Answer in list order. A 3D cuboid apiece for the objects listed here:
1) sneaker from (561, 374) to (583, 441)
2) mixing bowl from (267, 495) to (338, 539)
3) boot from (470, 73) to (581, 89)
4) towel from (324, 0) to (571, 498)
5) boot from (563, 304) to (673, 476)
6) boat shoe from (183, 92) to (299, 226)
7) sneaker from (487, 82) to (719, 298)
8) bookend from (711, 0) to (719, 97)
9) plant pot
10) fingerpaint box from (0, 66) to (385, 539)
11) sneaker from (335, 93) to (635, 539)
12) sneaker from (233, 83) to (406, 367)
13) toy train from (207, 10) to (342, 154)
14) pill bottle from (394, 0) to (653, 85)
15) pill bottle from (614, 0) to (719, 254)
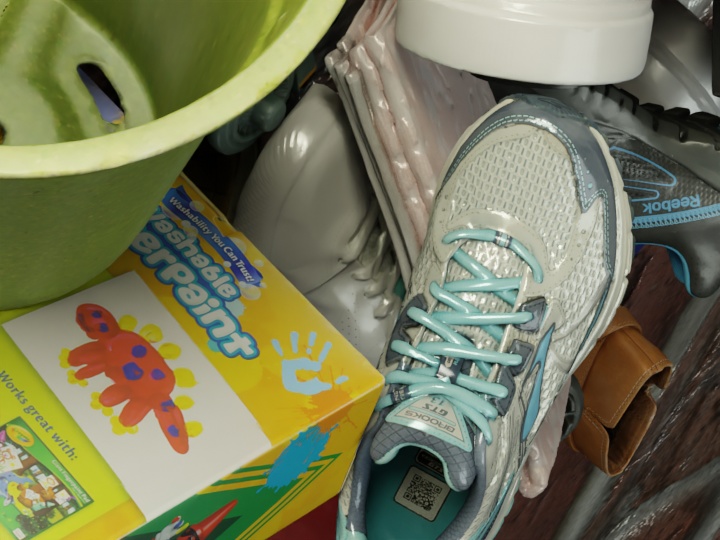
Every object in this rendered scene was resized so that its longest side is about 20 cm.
[{"bbox_3d":[0.009,0.039,1.075,0.091,0.199,0.067,-70,166,-67],"label":"sneaker"},{"bbox_3d":[-0.087,0.147,1.106,0.200,0.108,0.200,-49,-168,14],"label":"mixing bowl"},{"bbox_3d":[0.091,-0.176,0.966,0.211,0.079,0.159,-69,161,-71],"label":"boot"},{"bbox_3d":[0.042,-0.027,0.928,0.032,0.201,0.191,-16,-164,14],"label":"towel"},{"bbox_3d":[0.095,0.062,1.266,0.074,0.155,0.200,-34,155,-27],"label":"boot"},{"bbox_3d":[-0.068,-0.001,0.985,0.066,0.072,0.201,-20,142,-38],"label":"boat shoe"},{"bbox_3d":[0.102,-0.054,1.048,0.073,0.199,0.082,-90,-154,-74],"label":"sneaker"},{"bbox_3d":[0.203,-0.162,1.012,0.200,0.092,0.200,2,90,-67],"label":"bookend"},{"bbox_3d":[-0.108,-0.079,0.669,0.200,0.200,0.190,-36,168,-22],"label":"plant pot"},{"bbox_3d":[-0.121,0.026,0.769,0.167,0.200,0.073,-29,154,-36],"label":"fingerpaint box"},{"bbox_3d":[0.042,0.037,0.798,0.086,0.077,0.201,-46,153,-67],"label":"sneaker"},{"bbox_3d":[0.000,0.000,0.928,0.075,0.088,0.200,-56,163,-26],"label":"sneaker"},{"bbox_3d":[-0.044,-0.127,0.811,0.114,0.085,0.200,-49,160,-19],"label":"toy train"},{"bbox_3d":[0.070,-0.174,0.797,0.116,0.116,0.201,-17,120,-50],"label":"pill bottle"},{"bbox_3d":[0.100,-0.048,1.143,0.200,0.116,0.116,-45,158,-2],"label":"pill bottle"}]
